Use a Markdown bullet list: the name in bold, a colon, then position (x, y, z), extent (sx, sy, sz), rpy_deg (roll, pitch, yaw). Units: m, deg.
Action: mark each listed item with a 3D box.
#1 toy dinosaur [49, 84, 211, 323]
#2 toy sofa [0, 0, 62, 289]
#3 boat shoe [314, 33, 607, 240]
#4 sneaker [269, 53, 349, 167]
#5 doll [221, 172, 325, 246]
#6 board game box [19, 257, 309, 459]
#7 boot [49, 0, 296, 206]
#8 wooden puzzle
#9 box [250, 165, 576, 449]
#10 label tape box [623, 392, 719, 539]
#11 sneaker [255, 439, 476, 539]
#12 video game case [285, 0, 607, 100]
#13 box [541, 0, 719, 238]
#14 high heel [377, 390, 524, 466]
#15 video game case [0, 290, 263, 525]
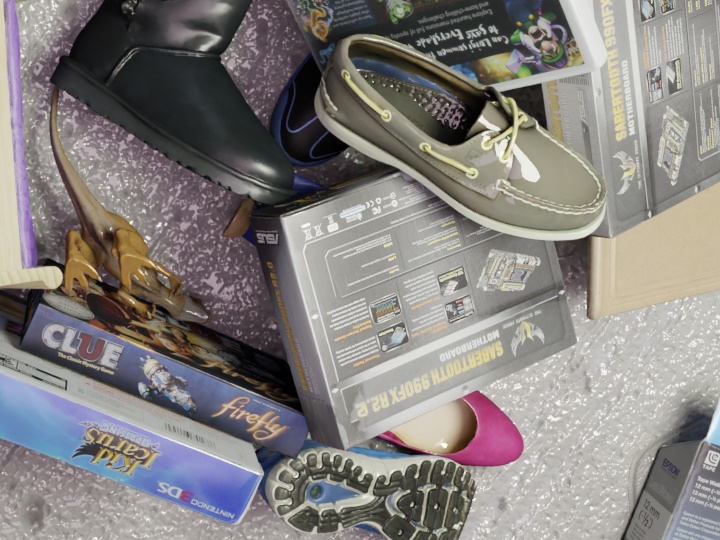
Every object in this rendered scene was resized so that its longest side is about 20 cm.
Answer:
- **toy dinosaur**: position (-0.180, -0.026, 0.969), extent (0.060, 0.106, 0.200), rpy_deg (-31, 110, 5)
- **toy sofa**: position (-0.239, -0.087, 0.912), extent (0.097, 0.083, 0.201), rpy_deg (-7, 95, -49)
- **boat shoe**: position (0.067, -0.084, 0.872), extent (0.201, 0.060, 0.072), rpy_deg (26, 61, 2)
- **sneaker**: position (0.015, -0.148, 0.985), extent (0.200, 0.078, 0.070), rpy_deg (-46, 107, 1)
- **doll**: position (0.000, 0.000, 1.012), extent (0.199, 0.049, 0.137), rpy_deg (31, 127, -5)
- **board game box**: position (-0.136, 0.059, 0.974), extent (0.199, 0.136, 0.035), rpy_deg (24, 97, -16)
- **boot**: position (-0.096, -0.156, 0.935), extent (0.200, 0.076, 0.169), rpy_deg (32, 98, 15)
- **wooden puzzle**: position (0.231, -0.070, 1.034), extent (0.199, 0.037, 0.186), rpy_deg (-12, 107, -37)
- **box**: position (0.040, 0.008, 0.933), extent (0.199, 0.048, 0.159), rpy_deg (-22, 104, -26)
- **label tape box**: position (0.304, 0.203, 1.131), extent (0.143, 0.066, 0.201), rpy_deg (18, 96, -15)
- **sneaker**: position (0.003, 0.161, 1.058), extent (0.199, 0.089, 0.079), rpy_deg (18, 92, -34)
- **video game case**: position (0.034, -0.189, 0.870), extent (0.199, 0.023, 0.182), rpy_deg (-8, 120, 37)
- **box**: position (0.191, -0.141, 0.930), extent (0.158, 0.048, 0.201), rpy_deg (-25, 115, -32)
- **high heel**: position (0.044, 0.110, 1.040), extent (0.199, 0.096, 0.068), rpy_deg (30, 96, -16)
- **video game case**: position (-0.173, 0.089, 0.949), extent (0.199, 0.181, 0.046), rpy_deg (24, 98, -15)
